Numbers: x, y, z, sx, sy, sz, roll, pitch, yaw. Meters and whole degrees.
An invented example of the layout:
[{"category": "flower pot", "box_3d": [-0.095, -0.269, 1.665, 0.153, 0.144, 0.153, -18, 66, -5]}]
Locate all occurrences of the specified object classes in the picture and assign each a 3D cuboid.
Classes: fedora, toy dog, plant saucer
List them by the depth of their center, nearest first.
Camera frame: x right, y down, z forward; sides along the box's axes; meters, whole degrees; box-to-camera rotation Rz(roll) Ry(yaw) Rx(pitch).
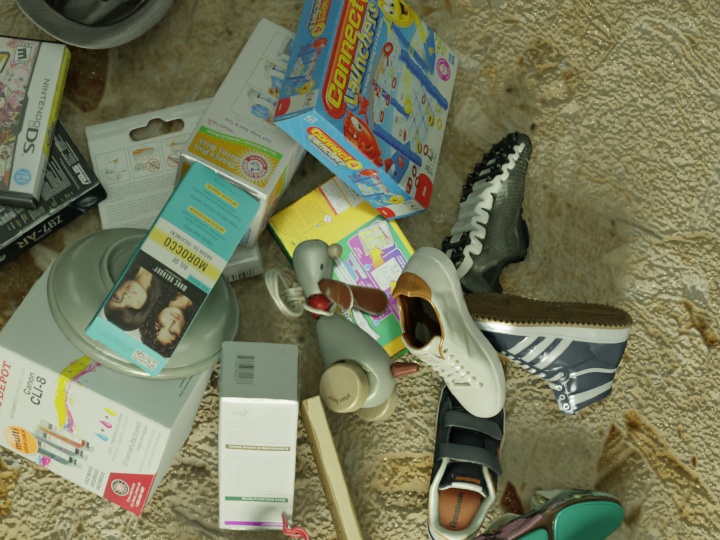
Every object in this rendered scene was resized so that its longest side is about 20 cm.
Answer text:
[{"category": "plant saucer", "box_3d": [-0.211, 0.018, 1.648, 0.198, 0.050, 0.201, 14, 43, -13]}, {"category": "toy dog", "box_3d": [-0.003, 0.056, 1.673, 0.096, 0.132, 0.202, -25, 94, 20]}, {"category": "fedora", "box_3d": [-0.285, -0.313, 1.781, 0.176, 0.090, 0.201, 33, 69, 0]}]

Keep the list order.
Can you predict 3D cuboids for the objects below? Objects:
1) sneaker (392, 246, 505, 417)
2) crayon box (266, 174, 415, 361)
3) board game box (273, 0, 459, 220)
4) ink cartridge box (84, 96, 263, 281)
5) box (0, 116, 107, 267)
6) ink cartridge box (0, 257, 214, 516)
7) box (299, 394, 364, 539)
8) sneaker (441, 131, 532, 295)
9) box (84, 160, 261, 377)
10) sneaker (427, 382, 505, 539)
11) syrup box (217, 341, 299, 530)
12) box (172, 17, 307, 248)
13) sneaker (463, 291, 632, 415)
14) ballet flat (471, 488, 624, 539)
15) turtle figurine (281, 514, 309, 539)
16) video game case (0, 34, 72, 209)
[{"category": "sneaker", "box_3d": [0.081, 0.081, 1.664, 0.085, 0.072, 0.201, -50, 122, -41]}, {"category": "crayon box", "box_3d": [0.000, 0.000, 1.764, 0.118, 0.058, 0.201, -33, 84, -6]}, {"category": "board game box", "box_3d": [0.011, -0.190, 1.707, 0.055, 0.195, 0.202, -10, 56, 38]}, {"category": "ink cartridge box", "box_3d": [-0.203, -0.075, 1.782, 0.159, 0.050, 0.202, -13, 68, -4]}, {"category": "box", "box_3d": [-0.388, -0.120, 1.758, 0.160, 0.044, 0.201, -34, 74, -7]}, {"category": "ink cartridge box", "box_3d": [-0.268, 0.116, 1.668, 0.198, 0.146, 0.145, 26, 42, 3]}, {"category": "box", "box_3d": [-0.024, 0.230, 1.676, 0.021, 0.164, 0.202, -16, 82, -6]}, {"category": "sneaker", "box_3d": [0.149, -0.053, 1.778, 0.090, 0.066, 0.201, 37, 63, -24]}, {"category": "box", "box_3d": [-0.179, -0.004, 1.593, 0.082, 0.049, 0.201, 33, 59, -8]}, {"category": "sneaker", "box_3d": [0.113, 0.195, 1.731, 0.077, 0.079, 0.202, 7, 80, 0]}, {"category": "syrup box", "box_3d": [-0.104, 0.170, 1.662, 0.080, 0.201, 0.079, 3, 43, -4]}, {"category": "box", "box_3d": [-0.108, -0.143, 1.724, 0.101, 0.113, 0.201, 26, 59, 2]}, {"category": "sneaker", "box_3d": [0.180, 0.088, 1.730, 0.198, 0.070, 0.110, 5, 116, -4]}, {"category": "ballet flat", "box_3d": [0.184, 0.268, 1.719, 0.199, 0.071, 0.070, -19, 120, -31]}, {"category": "turtle figurine", "box_3d": [-0.096, 0.336, 1.685, 0.199, 0.101, 0.150, -28, 128, 2]}, {"category": "video game case", "box_3d": [-0.418, -0.165, 1.737, 0.198, 0.026, 0.183, 8, 74, 6]}]
